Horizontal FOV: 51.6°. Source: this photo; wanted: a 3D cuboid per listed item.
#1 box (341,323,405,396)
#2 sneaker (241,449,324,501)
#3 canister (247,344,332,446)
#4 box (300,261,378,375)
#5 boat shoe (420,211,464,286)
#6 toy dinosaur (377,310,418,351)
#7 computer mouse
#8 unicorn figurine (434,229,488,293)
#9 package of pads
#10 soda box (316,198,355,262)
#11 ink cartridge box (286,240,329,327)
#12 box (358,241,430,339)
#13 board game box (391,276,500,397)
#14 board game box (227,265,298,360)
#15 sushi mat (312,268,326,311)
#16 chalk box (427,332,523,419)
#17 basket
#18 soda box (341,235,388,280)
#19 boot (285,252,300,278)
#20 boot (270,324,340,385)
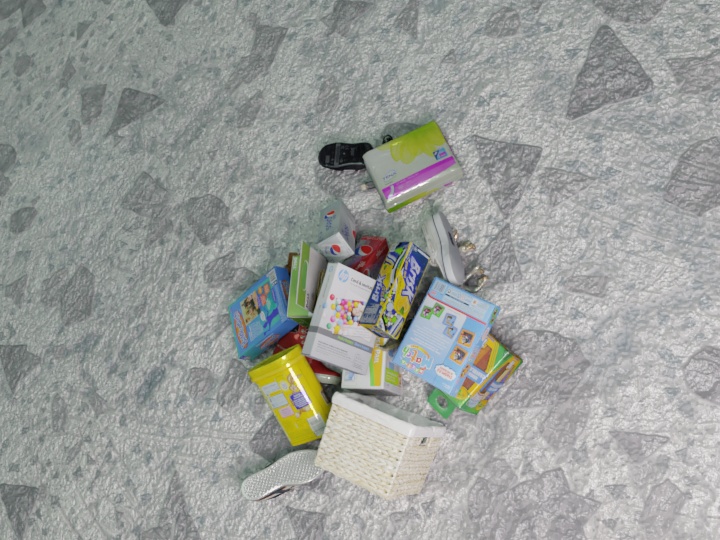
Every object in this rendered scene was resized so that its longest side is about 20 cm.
[{"bbox_3d":[0.032,0.172,1.664,0.101,0.112,0.200,-3,72,25],"label":"box"},{"bbox_3d":[-0.172,0.465,1.699,0.200,0.079,0.079,-19,71,-7],"label":"sneaker"},{"bbox_3d":[-0.147,0.283,1.672,0.148,0.087,0.200,-26,95,39],"label":"canister"},{"bbox_3d":[-0.028,0.103,1.562,0.041,0.156,0.200,-1,69,51],"label":"box"},{"bbox_3d":[0.173,-0.040,1.623,0.066,0.072,0.200,-29,53,23],"label":"boat shoe"},{"bbox_3d":[0.106,0.158,1.630,0.047,0.200,0.088,-14,104,42],"label":"toy dinosaur"},{"bbox_3d":[-0.006,-0.256,1.855,0.200,0.046,0.141,-6,68,13],"label":"computer mouse"},{"bbox_3d":[0.207,0.016,1.659,0.137,0.074,0.200,-27,49,17],"label":"unicorn figurine"},{"bbox_3d":[0.120,-0.248,1.757,0.200,0.068,0.155,-26,66,3],"label":"package of pads"},{"bbox_3d":[-0.055,-0.092,1.751,0.063,0.068,0.200,-30,23,14],"label":"soda box"},{"bbox_3d":[-0.125,0.032,1.650,0.076,0.200,0.148,-2,72,21],"label":"ink cartridge box"},{"bbox_3d":[0.072,0.041,1.576,0.064,0.070,0.200,1,62,51],"label":"box"},{"bbox_3d":[0.172,0.133,1.513,0.151,0.037,0.200,27,87,33],"label":"board game box"},{"bbox_3d":[-0.237,0.106,1.811,0.200,0.045,0.152,-37,56,32],"label":"board game box"},{"bbox_3d":[-0.054,0.069,1.686,0.012,0.200,0.096,4,75,24],"label":"sushi mat"},{"bbox_3d":[0.218,0.216,1.554,0.200,0.124,0.125,-50,60,4],"label":"chalk box"},{"bbox_3d":[0.043,0.363,1.555,0.200,0.198,0.161,16,86,28],"label":"basket"},{"bbox_3d":[0.000,0.000,1.694,0.063,0.070,0.200,5,36,27],"label":"soda box"},{"bbox_3d":[-0.116,0.034,1.795,0.200,0.074,0.155,8,82,30],"label":"boot"},{"bbox_3d":[-0.118,0.187,1.758,0.200,0.072,0.144,14,79,32],"label":"boot"}]
